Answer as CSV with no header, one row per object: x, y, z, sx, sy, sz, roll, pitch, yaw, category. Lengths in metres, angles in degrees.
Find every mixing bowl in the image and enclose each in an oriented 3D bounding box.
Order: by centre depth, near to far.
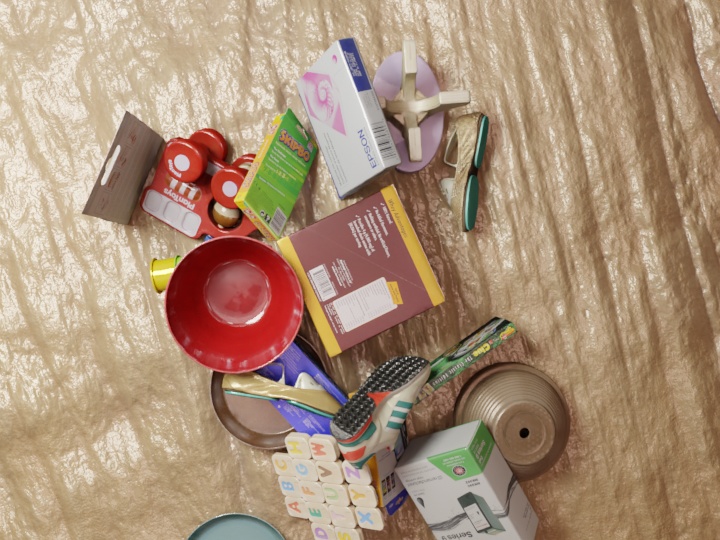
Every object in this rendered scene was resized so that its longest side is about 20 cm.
-0.189,0.043,0.971,0.197,0.108,0.203,-1,98,-9,mixing bowl

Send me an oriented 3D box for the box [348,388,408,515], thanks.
0.037,0.284,1.037,0.041,0.119,0.203,-6,91,29,box

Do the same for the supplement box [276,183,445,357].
0.000,0.000,1.028,0.198,0.133,0.199,-25,90,-2,supplement box

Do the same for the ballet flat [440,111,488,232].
0.171,-0.166,1.077,0.065,0.070,0.203,8,87,25,ballet flat

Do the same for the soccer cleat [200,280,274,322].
-0.204,0.058,1.056,0.197,0.069,0.086,-12,89,-6,soccer cleat

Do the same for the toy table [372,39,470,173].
0.077,-0.266,1.040,0.182,0.117,0.202,-16,91,-2,toy table

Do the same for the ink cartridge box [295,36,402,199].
-0.035,-0.223,0.998,0.043,0.199,0.198,-22,90,-33,ink cartridge box

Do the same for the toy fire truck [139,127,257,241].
-0.247,-0.123,1.045,0.199,0.112,0.169,30,115,-3,toy fire truck

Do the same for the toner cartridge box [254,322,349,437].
-0.101,0.188,1.037,0.095,0.043,0.200,-42,92,-3,toner cartridge box

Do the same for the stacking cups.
-0.240,-0.006,1.056,0.197,0.061,0.061,-9,90,-2,stacking cups

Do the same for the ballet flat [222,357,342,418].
-0.112,0.178,0.984,0.198,0.069,0.064,14,77,-3,ballet flat

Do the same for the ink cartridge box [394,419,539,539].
0.171,0.358,1.019,0.145,0.084,0.201,-27,97,32,ink cartridge box

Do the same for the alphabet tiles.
-0.057,0.352,1.019,0.194,0.015,0.202,-5,107,35,alphabet tiles

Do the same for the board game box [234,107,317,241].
-0.128,-0.155,1.012,0.030,0.096,0.202,-2,53,34,board game box

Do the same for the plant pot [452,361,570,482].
0.257,0.258,1.057,0.198,0.093,0.204,0,90,-1,plant pot

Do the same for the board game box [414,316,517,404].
0.159,0.144,1.048,0.199,0.105,0.024,-35,94,-1,board game box

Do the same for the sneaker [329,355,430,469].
0.038,0.213,0.964,0.199,0.070,0.094,-39,125,-34,sneaker

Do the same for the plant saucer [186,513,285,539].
-0.208,0.504,1.074,0.197,0.027,0.203,0,89,-2,plant saucer

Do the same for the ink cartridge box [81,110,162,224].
-0.376,-0.158,0.982,0.047,0.200,0.162,23,89,-2,ink cartridge box

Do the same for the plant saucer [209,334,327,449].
-0.151,0.195,1.073,0.197,0.034,0.203,0,90,-3,plant saucer
